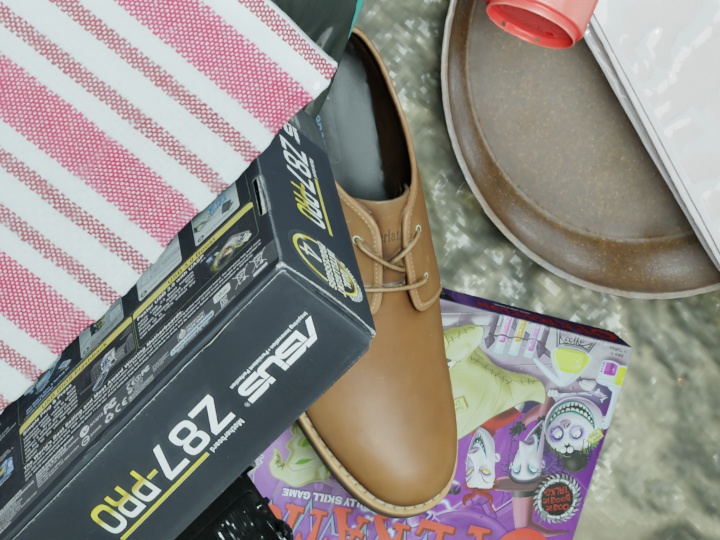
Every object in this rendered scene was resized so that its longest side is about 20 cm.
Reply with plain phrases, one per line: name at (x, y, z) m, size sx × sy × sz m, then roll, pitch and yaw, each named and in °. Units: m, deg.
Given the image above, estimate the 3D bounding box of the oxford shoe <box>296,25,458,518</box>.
oxford shoe at (0.000, 0.000, 1.156) m, size 0.071 × 0.071 × 0.200 m, roll -17°, pitch 94°, yaw -24°

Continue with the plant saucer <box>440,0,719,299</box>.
plant saucer at (0.123, -0.089, 1.219) m, size 0.200 × 0.034 × 0.201 m, roll -4°, pitch 103°, yaw -17°

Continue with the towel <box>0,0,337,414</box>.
towel at (-0.125, -0.043, 0.954) m, size 0.200 × 0.030 × 0.146 m, roll -43°, pitch 119°, yaw 15°

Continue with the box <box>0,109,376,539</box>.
box at (-0.087, 0.040, 1.019) m, size 0.049 × 0.161 × 0.200 m, roll 37°, pitch 106°, yaw -25°

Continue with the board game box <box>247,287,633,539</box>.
board game box at (0.003, 0.062, 1.222) m, size 0.200 × 0.032 × 0.120 m, roll 14°, pitch 103°, yaw -20°

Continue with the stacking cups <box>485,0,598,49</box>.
stacking cups at (0.097, -0.182, 1.144) m, size 0.060 × 0.060 × 0.200 m, roll 31°, pitch 75°, yaw -21°

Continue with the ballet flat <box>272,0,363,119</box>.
ballet flat at (-0.051, -0.046, 1.110) m, size 0.068 × 0.068 × 0.200 m, roll -9°, pitch 121°, yaw -38°

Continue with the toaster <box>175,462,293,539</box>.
toaster at (-0.055, 0.184, 1.109) m, size 0.119 × 0.181 × 0.200 m, roll -34°, pitch 91°, yaw 16°

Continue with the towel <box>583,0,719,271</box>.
towel at (0.199, -0.099, 1.206) m, size 0.200 × 0.032 × 0.191 m, roll -33°, pitch 111°, yaw -7°
